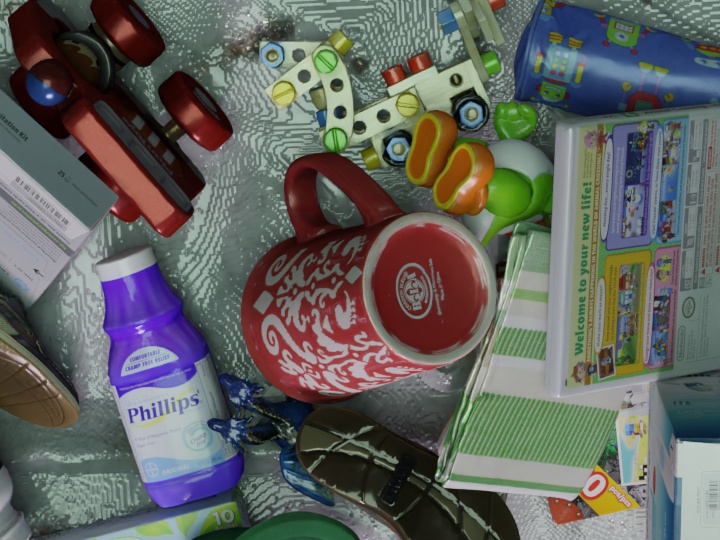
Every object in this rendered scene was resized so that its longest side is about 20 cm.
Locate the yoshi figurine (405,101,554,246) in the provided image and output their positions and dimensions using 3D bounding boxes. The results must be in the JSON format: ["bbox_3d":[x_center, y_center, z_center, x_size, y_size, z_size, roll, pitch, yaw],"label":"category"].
[{"bbox_3d":[0.142,-0.078,1.513,0.199,0.112,0.114,10,71,-33],"label":"yoshi figurine"}]

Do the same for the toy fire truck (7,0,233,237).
[{"bbox_3d":[-0.189,-0.120,1.533,0.112,0.168,0.200,-39,96,9],"label":"toy fire truck"}]

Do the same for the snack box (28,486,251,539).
[{"bbox_3d":[-0.175,0.269,1.662,0.198,0.053,0.144,-15,98,4],"label":"snack box"}]

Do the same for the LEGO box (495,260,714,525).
[{"bbox_3d":[0.198,0.078,1.596,0.147,0.077,0.202,-13,99,6],"label":"LEGO box"}]

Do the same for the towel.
[{"bbox_3d":[0.141,0.070,1.510,0.151,0.023,0.202,10,103,-36],"label":"towel"}]

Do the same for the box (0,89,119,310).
[{"bbox_3d":[-0.274,-0.061,1.543,0.156,0.200,0.041,42,61,-4],"label":"box"}]

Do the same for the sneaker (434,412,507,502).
[{"bbox_3d":[0.093,0.195,1.607,0.075,0.092,0.202,11,107,-29],"label":"sneaker"}]

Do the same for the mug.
[{"bbox_3d":[-0.006,0.010,1.510,0.133,0.200,0.178,-45,102,-22],"label":"mug"}]

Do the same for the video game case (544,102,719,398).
[{"bbox_3d":[0.216,-0.017,1.488,0.181,0.022,0.202,-8,109,-27],"label":"video game case"}]

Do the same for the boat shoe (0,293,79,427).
[{"bbox_3d":[-0.286,0.047,1.605,0.073,0.065,0.200,-16,131,33],"label":"boat shoe"}]

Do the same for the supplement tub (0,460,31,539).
[{"bbox_3d":[-0.360,0.154,1.607,0.140,0.140,0.201,-30,98,8],"label":"supplement tub"}]

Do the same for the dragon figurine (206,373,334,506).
[{"bbox_3d":[-0.030,0.142,1.608,0.199,0.099,0.059,32,101,-3],"label":"dragon figurine"}]

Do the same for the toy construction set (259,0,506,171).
[{"bbox_3d":[0.030,-0.151,1.562,0.199,0.092,0.132,-23,98,18],"label":"toy construction set"}]

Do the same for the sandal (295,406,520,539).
[{"bbox_3d":[0.037,0.175,1.560,0.199,0.055,0.082,31,79,5],"label":"sandal"}]

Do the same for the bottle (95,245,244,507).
[{"bbox_3d":[-0.156,0.082,1.621,0.083,0.065,0.202,-16,99,8],"label":"bottle"}]

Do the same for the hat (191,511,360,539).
[{"bbox_3d":[-0.118,0.231,1.620,0.199,0.176,0.167,16,99,-41],"label":"hat"}]

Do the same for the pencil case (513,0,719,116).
[{"bbox_3d":[0.215,-0.149,1.553,0.198,0.087,0.078,13,139,1],"label":"pencil case"}]

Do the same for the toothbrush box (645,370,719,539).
[{"bbox_3d":[0.253,0.163,1.468,0.084,0.200,0.148,1,102,4],"label":"toothbrush box"}]
